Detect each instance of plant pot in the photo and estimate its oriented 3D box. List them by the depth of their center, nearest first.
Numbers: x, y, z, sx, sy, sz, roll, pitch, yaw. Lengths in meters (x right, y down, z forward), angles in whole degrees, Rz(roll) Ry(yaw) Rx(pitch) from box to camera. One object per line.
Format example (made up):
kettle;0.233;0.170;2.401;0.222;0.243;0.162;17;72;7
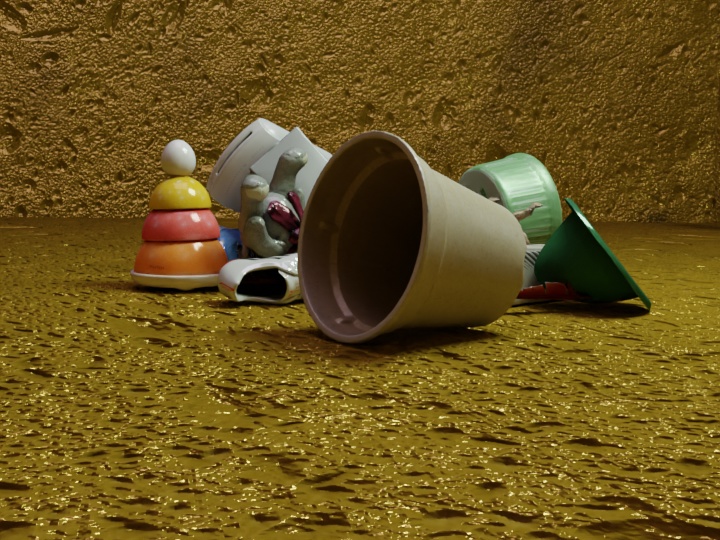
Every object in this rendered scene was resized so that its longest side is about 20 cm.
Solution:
plant pot;0.065;-0.019;0.908;0.181;0.205;0.199;11;-2;-38

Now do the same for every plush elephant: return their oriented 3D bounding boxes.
plush elephant;-0.089;-0.044;1.257;0.153;0.203;0.165;25;25;11

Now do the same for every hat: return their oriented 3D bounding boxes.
hat;0.240;0.023;1.128;0.175;0.200;0.166;-39;26;12

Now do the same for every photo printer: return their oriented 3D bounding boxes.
photo printer;-0.157;-0.165;1.532;0.199;0.167;0.070;21;27;-50

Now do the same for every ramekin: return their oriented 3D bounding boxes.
ramekin;0.235;-0.088;1.481;0.096;0.205;0.199;-9;10;-24

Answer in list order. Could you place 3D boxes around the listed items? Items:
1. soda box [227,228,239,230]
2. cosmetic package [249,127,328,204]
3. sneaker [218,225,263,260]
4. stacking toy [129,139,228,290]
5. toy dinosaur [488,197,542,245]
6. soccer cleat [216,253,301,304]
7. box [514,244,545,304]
soda box;-0.272;-0.036;1.505;0.067;0.065;0.199;4;7;23
cosmetic package;-0.073;-0.108;1.388;0.106;0.201;0.090;-39;-10;-13
sneaker;-0.179;-0.033;1.431;0.087;0.080;0.200;0;5;17
stacking toy;-0.248;-0.079;1.245;0.143;0.205;0.146;1;6;0
toy dinosaur;0.191;-0.029;1.290;0.196;0.138;0.086;-9;18;-17
soccer cleat;-0.081;0.010;1.123;0.196;0.070;0.085;-4;16;-20
box;0.201;0.005;1.173;0.198;0.070;0.081;-5;9;-43
